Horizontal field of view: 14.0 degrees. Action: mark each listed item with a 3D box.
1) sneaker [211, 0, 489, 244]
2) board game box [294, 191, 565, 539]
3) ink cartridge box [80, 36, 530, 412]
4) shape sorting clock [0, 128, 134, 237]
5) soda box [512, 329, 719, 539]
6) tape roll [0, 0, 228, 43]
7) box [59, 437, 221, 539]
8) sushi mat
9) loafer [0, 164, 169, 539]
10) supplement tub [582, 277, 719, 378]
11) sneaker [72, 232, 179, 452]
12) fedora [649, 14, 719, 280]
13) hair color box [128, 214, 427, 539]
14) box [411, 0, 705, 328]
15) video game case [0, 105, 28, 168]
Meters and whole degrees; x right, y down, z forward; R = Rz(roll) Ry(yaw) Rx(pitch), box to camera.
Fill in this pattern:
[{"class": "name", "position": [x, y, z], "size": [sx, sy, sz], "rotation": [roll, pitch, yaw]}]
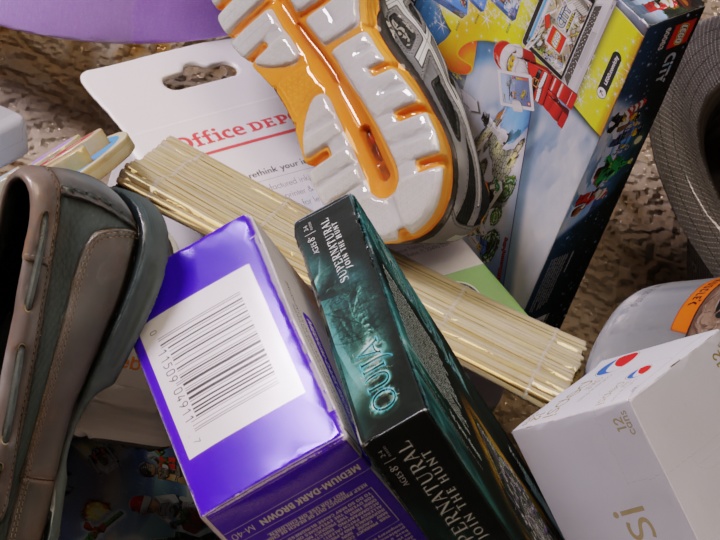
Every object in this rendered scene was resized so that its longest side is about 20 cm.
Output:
[{"class": "sneaker", "position": [-0.003, -0.093, 1.244], "size": [0.077, 0.078, 0.201], "rotation": [20, 46, -58]}, {"class": "board game box", "position": [0.042, 0.082, 1.076], "size": [0.028, 0.200, 0.136], "rotation": [-28, 35, 7]}, {"class": "ink cartridge box", "position": [-0.034, -0.009, 1.262], "size": [0.117, 0.068, 0.200], "rotation": [-17, 54, -35]}, {"class": "shape sorting clock", "position": [-0.174, -0.001, 1.126], "size": [0.039, 0.200, 0.200], "rotation": [55, 45, -9]}, {"class": "soda box", "position": [0.139, 0.129, 1.114], "size": [0.064, 0.068, 0.201], "rotation": [-33, 99, -41]}, {"class": "tape roll", "position": [-0.114, -0.173, 1.358], "size": [0.199, 0.066, 0.200], "rotation": [5, 28, -3]}, {"class": "box", "position": [-0.116, 0.125, 1.118], "size": [0.136, 0.040, 0.201], "rotation": [14, 43, -5]}, {"class": "sushi mat", "position": [0.000, 0.000, 1.178], "size": [0.199, 0.012, 0.096], "rotation": [27, 14, 2]}, {"class": "loafer", "position": [-0.136, 0.057, 1.026], "size": [0.072, 0.201, 0.063], "rotation": [19, -5, 45]}, {"class": "supplement tub", "position": [0.197, 0.058, 1.172], "size": [0.199, 0.123, 0.122], "rotation": [-6, 26, 40]}, {"class": "sneaker", "position": [-0.100, 0.005, 1.171], "size": [0.073, 0.081, 0.200], "rotation": [9, 13, -18]}, {"class": "fedora", "position": [0.206, -0.016, 1.341], "size": [0.176, 0.091, 0.200], "rotation": [-18, 61, -32]}, {"class": "hair color box", "position": [-0.009, 0.080, 1.092], "size": [0.065, 0.200, 0.110], "rotation": [-29, 53, 5]}, {"class": "box", "position": [0.059, -0.076, 1.267], "size": [0.038, 0.201, 0.137], "rotation": [-21, 56, -38]}, {"class": "video game case", "position": [-0.269, -0.045, 1.206], "size": [0.181, 0.023, 0.200], "rotation": [23, 39, 34]}]
